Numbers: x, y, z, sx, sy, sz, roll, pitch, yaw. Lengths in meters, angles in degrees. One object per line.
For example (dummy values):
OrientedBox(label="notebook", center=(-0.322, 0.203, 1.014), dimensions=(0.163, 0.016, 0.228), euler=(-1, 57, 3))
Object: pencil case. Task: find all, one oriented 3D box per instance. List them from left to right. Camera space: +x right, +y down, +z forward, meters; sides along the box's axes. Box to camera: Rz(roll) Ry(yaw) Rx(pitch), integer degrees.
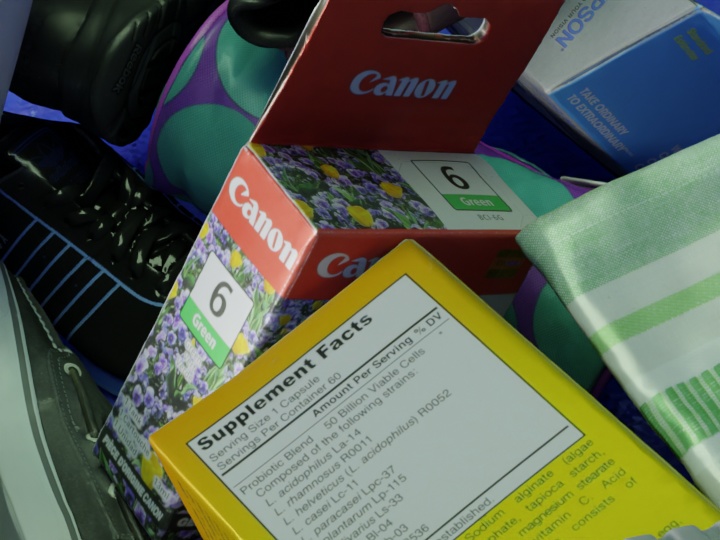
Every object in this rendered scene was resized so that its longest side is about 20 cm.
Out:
OrientedBox(label="pencil case", center=(0.019, -0.027, 0.918), dimensions=(0.200, 0.085, 0.093), euler=(29, 90, 7))

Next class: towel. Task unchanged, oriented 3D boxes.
OrientedBox(label="towel", center=(0.166, 0.030, 0.776), dimensions=(0.152, 0.023, 0.200), euler=(-25, 61, -17))

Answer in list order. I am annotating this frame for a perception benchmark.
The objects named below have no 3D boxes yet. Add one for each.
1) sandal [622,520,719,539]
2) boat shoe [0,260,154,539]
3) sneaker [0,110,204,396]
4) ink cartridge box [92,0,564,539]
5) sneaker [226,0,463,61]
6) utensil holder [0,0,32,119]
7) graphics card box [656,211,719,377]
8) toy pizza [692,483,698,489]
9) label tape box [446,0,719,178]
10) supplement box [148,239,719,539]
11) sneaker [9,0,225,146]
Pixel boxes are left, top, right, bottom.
OrientedBox(label="sandal", center=(0.038, 0.112, 0.638), dimensions=(0.202, 0.050, 0.083), euler=(-4, 43, -4))
OrientedBox(label="boat shoe", center=(-0.111, 0.069, 0.884), dimensions=(0.056, 0.069, 0.200), euler=(1, 41, -22))
OrientedBox(label="sneaker", center=(-0.102, -0.010, 0.951), dimensions=(0.199, 0.078, 0.070), euler=(22, 49, 26))
OrientedBox(label="ink cartridge box", center=(0.000, 0.000, 0.821), dimensions=(0.109, 0.200, 0.050), euler=(0, 40, -42))
OrientedBox(label="sneaker", center=(-0.027, -0.133, 0.902), dimensions=(0.200, 0.076, 0.116), euler=(23, 58, 40))
OrientedBox(label="utensil holder", center=(-0.204, -0.073, 0.857), dimensions=(0.169, 0.201, 0.170), euler=(17, 14, -4))
OrientedBox(label="graphics card box", center=(0.176, 0.044, 0.811), dimensions=(0.125, 0.051, 0.200), euler=(-16, 60, -13))
OrientedBox(label="toy pizza", center=(0.163, 0.140, 0.801), dimensions=(0.199, 0.032, 0.201), euler=(-2, 44, 2))
OrientedBox(label="label tape box", center=(0.102, -0.076, 0.950), dimensions=(0.063, 0.144, 0.200), euler=(-48, 50, 3))
OrientedBox(label="supplement box", center=(0.044, 0.104, 0.747), dimensions=(0.109, 0.110, 0.200), euler=(-37, 51, -13))
OrientedBox(label="sneaker", center=(-0.106, -0.104, 0.999), dimensions=(0.090, 0.076, 0.200), euler=(20, 9, 6))
